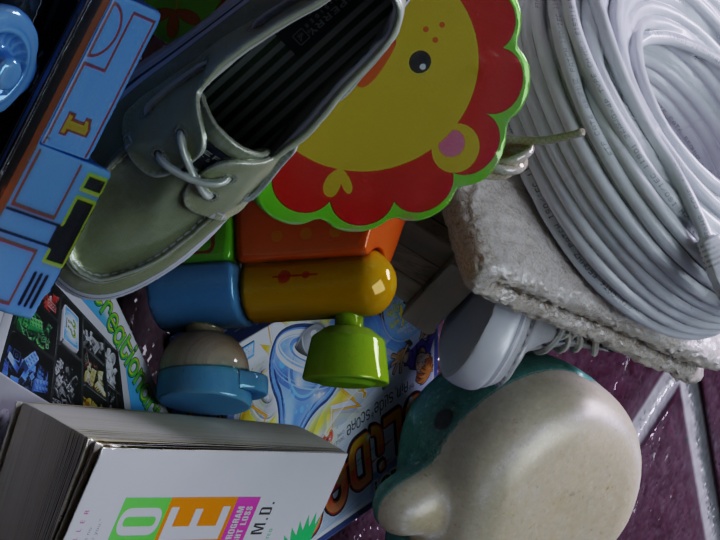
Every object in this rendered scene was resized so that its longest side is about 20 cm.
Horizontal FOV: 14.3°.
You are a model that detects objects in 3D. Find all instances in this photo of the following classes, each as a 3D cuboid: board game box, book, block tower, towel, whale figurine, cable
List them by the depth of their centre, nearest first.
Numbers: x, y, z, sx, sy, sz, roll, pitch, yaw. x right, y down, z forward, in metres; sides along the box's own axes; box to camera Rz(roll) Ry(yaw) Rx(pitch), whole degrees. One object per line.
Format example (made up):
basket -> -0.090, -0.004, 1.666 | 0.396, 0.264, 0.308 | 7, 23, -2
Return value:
board game box -> -0.139, 0.072, 1.231 | 0.126, 0.035, 0.200 | -56, 145, -32
book -> -0.094, 0.130, 1.251 | 0.200, 0.048, 0.134 | 8, 105, -59
cable -> 0.146, -0.063, 1.384 | 0.200, 0.069, 0.200 | 56, 31, 0
towel -> 0.103, -0.026, 1.386 | 0.200, 0.034, 0.133 | 21, 46, -47
board game box -> -0.024, 0.066, 1.430 | 0.200, 0.034, 0.135 | -31, 127, -53
block tower -> 0.056, -0.063, 1.451 | 0.054, 0.058, 0.200 | -50, -168, 48
whale figurine -> 0.052, 0.130, 1.477 | 0.159, 0.104, 0.200 | 23, 104, -45

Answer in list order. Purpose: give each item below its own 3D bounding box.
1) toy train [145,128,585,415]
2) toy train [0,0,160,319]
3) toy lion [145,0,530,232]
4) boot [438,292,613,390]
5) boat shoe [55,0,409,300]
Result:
toy train -> 0.000, 0.000, 1.255 | 0.085, 0.200, 0.116 | 32, 57, -68
toy train -> -0.137, -0.081, 1.095 | 0.114, 0.087, 0.200 | 20, 99, -55
toy lion -> -0.019, -0.117, 1.178 | 0.200, 0.069, 0.192 | 18, 100, -19
boot -> 0.101, 0.013, 1.435 | 0.074, 0.096, 0.200 | -55, -172, 31
boat shoe -> -0.058, -0.060, 1.131 | 0.200, 0.072, 0.062 | -46, -164, 17
